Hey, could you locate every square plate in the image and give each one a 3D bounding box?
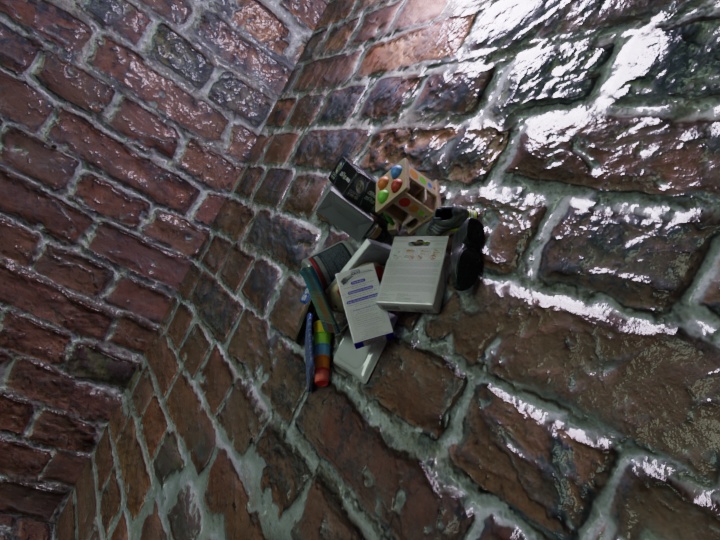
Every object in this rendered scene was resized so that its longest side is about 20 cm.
[{"bbox_3d":[0.004,0.191,1.644,0.198,0.028,0.201,18,81,61],"label":"square plate"}]

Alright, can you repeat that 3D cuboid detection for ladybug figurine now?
[{"bbox_3d":[-0.007,0.054,1.680,0.199,0.136,0.072,-37,61,-4],"label":"ladybug figurine"}]

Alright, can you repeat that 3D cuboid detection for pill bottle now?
[{"bbox_3d":[-0.064,-0.020,1.767,0.199,0.120,0.119,-27,25,-16],"label":"pill bottle"}]

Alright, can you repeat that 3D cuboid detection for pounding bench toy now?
[{"bbox_3d":[0.104,-0.192,1.686,0.200,0.155,0.125,-37,37,37],"label":"pounding bench toy"}]

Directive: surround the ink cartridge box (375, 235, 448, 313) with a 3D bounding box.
[{"bbox_3d":[0.139,0.008,1.509,0.160,0.050,0.201,1,59,29],"label":"ink cartridge box"}]

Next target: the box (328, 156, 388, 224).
[{"bbox_3d":[0.019,-0.244,1.818,0.086,0.199,0.164,-54,30,12],"label":"box"}]

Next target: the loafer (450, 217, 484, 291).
[{"bbox_3d":[0.247,-0.031,1.419,0.072,0.073,0.201,-36,28,52],"label":"loafer"}]

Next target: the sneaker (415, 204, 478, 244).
[{"bbox_3d":[0.208,-0.128,1.541,0.199,0.081,0.074,-24,46,48],"label":"sneaker"}]

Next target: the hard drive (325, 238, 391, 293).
[{"bbox_3d":[0.000,0.000,1.716,0.200,0.132,0.027,-51,59,18],"label":"hard drive"}]

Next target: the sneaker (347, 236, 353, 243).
[{"bbox_3d":[-0.049,-0.031,1.869,0.074,0.079,0.202,-19,48,52],"label":"sneaker"}]

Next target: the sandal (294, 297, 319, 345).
[{"bbox_3d":[-0.158,0.142,1.895,0.055,0.081,0.201,36,103,52],"label":"sandal"}]

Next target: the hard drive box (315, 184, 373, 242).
[{"bbox_3d":[-0.047,-0.174,1.762,0.077,0.155,0.200,-52,8,9],"label":"hard drive box"}]

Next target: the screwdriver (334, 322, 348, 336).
[{"bbox_3d":[0.004,0.117,1.657,0.200,0.028,0.029,-47,55,-6],"label":"screwdriver"}]

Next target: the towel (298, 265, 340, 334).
[{"bbox_3d":[-0.118,0.084,1.678,0.022,0.201,0.147,-23,3,-16],"label":"towel"}]

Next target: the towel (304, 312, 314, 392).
[{"bbox_3d":[-0.150,0.245,1.779,0.201,0.024,0.146,-99,13,-46],"label":"towel"}]

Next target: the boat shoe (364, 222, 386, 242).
[{"bbox_3d":[0.036,-0.117,1.828,0.075,0.062,0.200,-55,14,0],"label":"boat shoe"}]

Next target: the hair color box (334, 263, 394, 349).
[{"bbox_3d":[0.010,0.093,1.563,0.108,0.065,0.201,-15,70,-1],"label":"hair color box"}]

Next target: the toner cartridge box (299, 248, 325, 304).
[{"bbox_3d":[-0.127,0.028,1.976,0.095,0.043,0.201,13,76,59],"label":"toner cartridge box"}]

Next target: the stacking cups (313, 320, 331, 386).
[{"bbox_3d":[-0.110,0.243,1.754,0.060,0.060,0.201,-39,39,34],"label":"stacking cups"}]
